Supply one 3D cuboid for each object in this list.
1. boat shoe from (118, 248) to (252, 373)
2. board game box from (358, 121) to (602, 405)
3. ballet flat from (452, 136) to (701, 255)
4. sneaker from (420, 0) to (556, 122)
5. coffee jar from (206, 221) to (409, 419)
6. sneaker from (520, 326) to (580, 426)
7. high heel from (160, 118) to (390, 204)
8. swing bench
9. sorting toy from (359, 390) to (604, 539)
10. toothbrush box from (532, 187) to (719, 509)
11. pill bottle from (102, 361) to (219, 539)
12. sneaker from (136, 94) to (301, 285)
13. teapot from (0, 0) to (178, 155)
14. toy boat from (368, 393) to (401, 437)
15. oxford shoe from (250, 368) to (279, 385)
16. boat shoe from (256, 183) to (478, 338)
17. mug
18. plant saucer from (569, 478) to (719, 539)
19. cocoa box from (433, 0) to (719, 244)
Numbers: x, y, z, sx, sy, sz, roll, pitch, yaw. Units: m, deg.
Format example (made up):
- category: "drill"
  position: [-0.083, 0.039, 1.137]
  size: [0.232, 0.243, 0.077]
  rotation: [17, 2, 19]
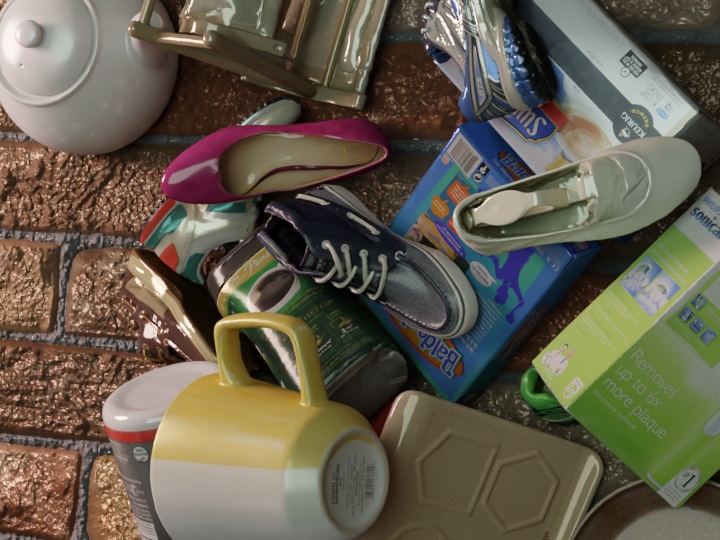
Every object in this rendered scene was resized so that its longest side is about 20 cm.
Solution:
- category: "boat shoe"
  position: [-0.168, 0.057, 1.500]
  size: [0.200, 0.072, 0.072]
  rotation: [43, 107, 41]
- category: "board game box"
  position: [0.092, -0.004, 1.386]
  size: [0.152, 0.045, 0.200]
  rotation: [51, 129, 19]
- category: "ballet flat"
  position: [0.160, -0.054, 1.251]
  size: [0.199, 0.069, 0.070]
  rotation: [-15, 78, 24]
- category: "sneaker"
  position: [0.079, -0.208, 1.300]
  size: [0.085, 0.077, 0.201]
  rotation: [-27, 71, 26]
- category: "coffee jar"
  position: [-0.050, 0.047, 1.433]
  size: [0.104, 0.085, 0.200]
  rotation: [-41, 52, 1]
- category: "sneaker"
  position: [0.217, 0.058, 1.346]
  size: [0.200, 0.085, 0.078]
  rotation: [-43, 70, 12]
- category: "high heel"
  position: [-0.074, -0.096, 1.436]
  size: [0.199, 0.096, 0.068]
  rotation: [-20, 108, -11]
- category: "swing bench"
  position: [-0.072, -0.270, 1.459]
  size: [0.130, 0.200, 0.200]
  rotation: [15, 89, 45]
- category: "sorting toy"
  position: [0.085, 0.208, 1.356]
  size: [0.186, 0.199, 0.036]
  rotation: [-68, 23, 4]
- category: "toothbrush box"
  position: [0.260, 0.062, 1.279]
  size: [0.200, 0.146, 0.086]
  rotation: [-45, 26, 6]
- category: "pill bottle"
  position: [-0.140, 0.189, 1.402]
  size: [0.115, 0.116, 0.201]
  rotation: [-8, 109, 22]
- category: "sneaker"
  position: [-0.112, -0.072, 1.520]
  size: [0.200, 0.070, 0.093]
  rotation: [-44, 95, 5]
- category: "teapot"
  position: [-0.283, -0.208, 1.555]
  size: [0.197, 0.146, 0.200]
  rotation: [45, 102, 21]
- category: "toy boat"
  position: [0.008, 0.199, 1.393]
  size: [0.200, 0.131, 0.131]
  rotation: [-47, 69, 11]
- category: "oxford shoe"
  position: [-0.129, 0.182, 1.487]
  size: [0.075, 0.070, 0.201]
  rotation: [21, 92, 21]
- category: "boat shoe"
  position: [0.000, 0.000, 1.375]
  size: [0.200, 0.093, 0.075]
  rotation: [35, 123, 31]
- category: "mug"
  position: [-0.069, 0.145, 1.280]
  size: [0.153, 0.187, 0.150]
  rotation: [1, 41, 41]
- category: "plant saucer"
  position: [0.261, 0.267, 1.330]
  size: [0.200, 0.037, 0.201]
  rotation: [-2, 84, 23]
- category: "cocoa box"
  position: [0.184, -0.140, 1.355]
  size: [0.131, 0.133, 0.200]
  rotation: [-45, 69, 13]
